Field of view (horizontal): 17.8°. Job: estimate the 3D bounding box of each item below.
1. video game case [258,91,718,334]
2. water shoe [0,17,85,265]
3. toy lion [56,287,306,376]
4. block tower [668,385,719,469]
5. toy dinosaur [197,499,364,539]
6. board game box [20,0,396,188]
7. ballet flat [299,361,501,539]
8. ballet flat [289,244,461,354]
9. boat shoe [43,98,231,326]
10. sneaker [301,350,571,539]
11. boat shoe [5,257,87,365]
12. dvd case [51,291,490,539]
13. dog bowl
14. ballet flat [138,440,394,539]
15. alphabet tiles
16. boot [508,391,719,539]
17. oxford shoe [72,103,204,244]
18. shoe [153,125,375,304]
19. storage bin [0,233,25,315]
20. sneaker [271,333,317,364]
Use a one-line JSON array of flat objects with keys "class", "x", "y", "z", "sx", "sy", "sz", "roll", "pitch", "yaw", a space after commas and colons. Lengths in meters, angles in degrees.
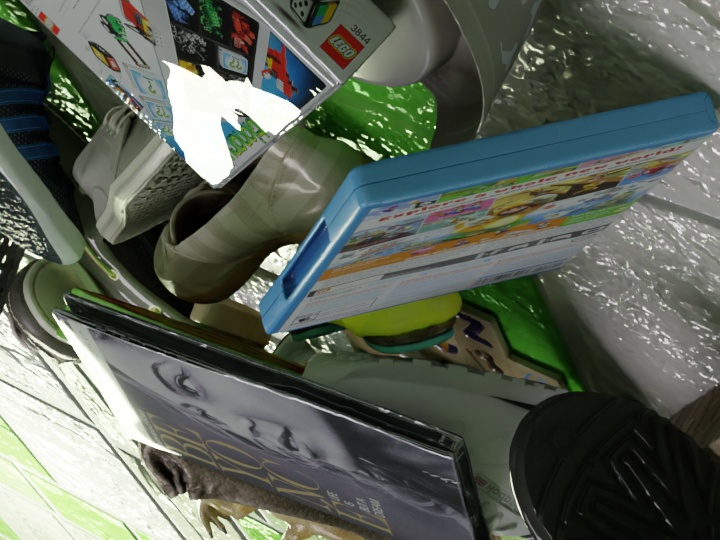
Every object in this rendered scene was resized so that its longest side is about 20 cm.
[{"class": "video game case", "x": 0.044, "y": -0.019, "z": 0.925, "sx": 0.200, "sy": 0.143, "sz": 0.018, "roll": 130, "pitch": 126, "yaw": -71}, {"class": "water shoe", "x": -0.183, "y": -0.088, "z": 1.211, "sx": 0.071, "sy": 0.079, "sz": 0.200, "roll": 19, "pitch": 148, "yaw": 43}, {"class": "toy lion", "x": -0.052, "y": 0.058, "z": 1.194, "sx": 0.199, "sy": 0.069, "sz": 0.192, "roll": 20, "pitch": 178, "yaw": 14}, {"class": "block tower", "x": 0.173, "y": 0.084, "z": 1.037, "sx": 0.054, "sy": 0.058, "sz": 0.200, "roll": 36, "pitch": 159, "yaw": 1}, {"class": "toy dinosaur", "x": -0.056, "y": 0.122, "z": 1.337, "sx": 0.200, "sy": 0.058, "sz": 0.101, "roll": 37, "pitch": 151, "yaw": -2}, {"class": "board game box", "x": -0.068, "y": -0.101, "z": 0.872, "sx": 0.126, "sy": 0.035, "sz": 0.200, "roll": 44, "pitch": 163, "yaw": -6}, {"class": "ballet flat", "x": 0.025, "y": 0.124, "z": 1.333, "sx": 0.200, "sy": 0.070, "sz": 0.065, "roll": 41, "pitch": -171, "yaw": -35}, {"class": "ballet flat", "x": 0.000, "y": 0.000, "z": 1.128, "sx": 0.200, "sy": 0.067, "sz": 0.067, "roll": -175, "pitch": 67, "yaw": -74}, {"class": "boat shoe", "x": -0.144, "y": -0.030, "z": 1.306, "sx": 0.060, "sy": 0.072, "sz": 0.202, "roll": -24, "pitch": 110, "yaw": 37}, {"class": "sneaker", "x": 0.055, "y": 0.086, "z": 1.096, "sx": 0.199, "sy": 0.081, "sz": 0.076, "roll": 16, "pitch": 179, "yaw": -34}, {"class": "boat shoe", "x": -0.175, "y": 0.027, "z": 1.362, "sx": 0.067, "sy": 0.057, "sz": 0.200, "roll": 57, "pitch": -169, "yaw": 0}, {"class": "dvd case", "x": -0.038, "y": 0.078, "z": 1.072, "sx": 0.199, "sy": 0.016, "sz": 0.149, "roll": 20, "pitch": 158, "yaw": 17}, {"class": "dog bowl", "x": -0.016, "y": -0.133, "z": 0.842, "sx": 0.200, "sy": 0.059, "sz": 0.200, "roll": 37, "pitch": 162, "yaw": 15}, {"class": "ballet flat", "x": -0.027, "y": 0.126, "z": 1.221, "sx": 0.199, "sy": 0.047, "sz": 0.067, "roll": 24, "pitch": 172, "yaw": -17}, {"class": "alphabet tiles", "x": 0.057, "y": 0.063, "z": 1.262, "sx": 0.166, "sy": 0.006, "sz": 0.200, "roll": 24, "pitch": 156, "yaw": 32}, {"class": "boot", "x": 0.112, "y": 0.132, "z": 1.044, "sx": 0.211, "sy": 0.080, "sz": 0.158, "roll": 43, "pitch": 158, "yaw": -22}, {"class": "oxford shoe", "x": -0.105, "y": -0.064, "z": 1.166, "sx": 0.058, "sy": 0.075, "sz": 0.200, "roll": 64, "pitch": 159, "yaw": 3}, {"class": "shoe", "x": -0.060, "y": -0.033, "z": 1.146, "sx": 0.053, "sy": 0.070, "sz": 0.200, "roll": 30, "pitch": 154, "yaw": -21}, {"class": "storage bin", "x": -0.282, "y": -0.012, "z": 1.349, "sx": 0.135, "sy": 0.201, "sz": 0.094, "roll": 22, "pitch": -178, "yaw": 35}, {"class": "sneaker", "x": -0.034, "y": 0.115, "z": 1.429, "sx": 0.088, "sy": 0.074, "sz": 0.200, "roll": 31, "pitch": 156, "yaw": 5}]
